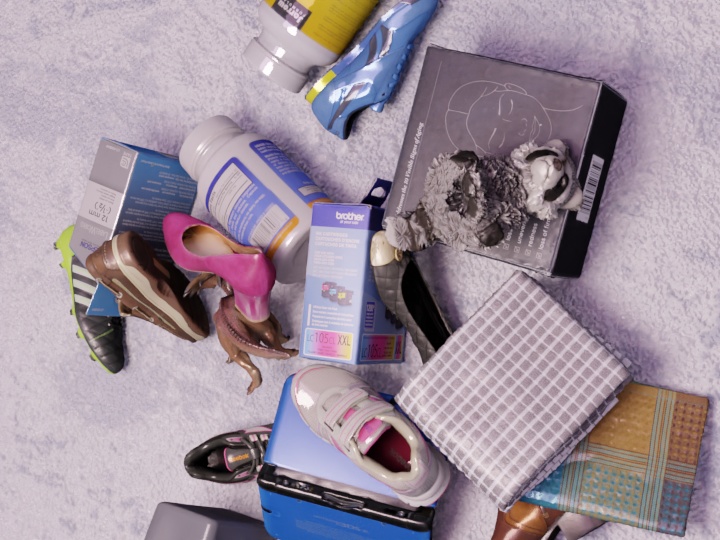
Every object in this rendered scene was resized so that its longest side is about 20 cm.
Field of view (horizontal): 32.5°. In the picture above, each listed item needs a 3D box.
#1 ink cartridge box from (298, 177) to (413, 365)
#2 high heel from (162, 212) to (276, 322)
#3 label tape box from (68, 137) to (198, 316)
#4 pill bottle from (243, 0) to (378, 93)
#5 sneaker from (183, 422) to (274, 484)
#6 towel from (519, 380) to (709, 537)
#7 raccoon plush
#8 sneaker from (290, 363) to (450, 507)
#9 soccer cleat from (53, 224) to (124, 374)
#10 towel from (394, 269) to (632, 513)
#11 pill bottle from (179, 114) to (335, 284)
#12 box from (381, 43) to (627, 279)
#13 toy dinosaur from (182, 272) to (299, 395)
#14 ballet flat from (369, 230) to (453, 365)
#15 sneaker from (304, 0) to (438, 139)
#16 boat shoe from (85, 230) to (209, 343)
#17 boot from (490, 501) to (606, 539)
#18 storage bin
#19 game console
[{"bbox_3d":[0.000,0.000,1.356,0.076,0.136,0.202,4,89,24],"label":"ink cartridge box"},{"bbox_3d":[-0.163,-0.031,1.383,0.200,0.067,0.097,47,147,37],"label":"high heel"},{"bbox_3d":[-0.279,-0.048,1.492,0.066,0.143,0.202,23,97,25],"label":"label tape box"},{"bbox_3d":[-0.047,-0.308,1.411,0.112,0.112,0.201,41,104,22],"label":"pill bottle"},{"bbox_3d":[-0.117,0.216,1.429,0.199,0.086,0.081,-21,80,23],"label":"sneaker"},{"bbox_3d":[0.243,0.178,1.257,0.198,0.022,0.148,11,76,16],"label":"towel"},{"bbox_3d":[0.123,-0.079,1.217,0.199,0.133,0.098,3,106,58],"label":"raccoon plush"},{"bbox_3d":[0.007,0.161,1.282,0.199,0.088,0.082,34,81,19],"label":"sneaker"},{"bbox_3d":[-0.326,0.029,1.558,0.080,0.067,0.202,-22,77,10],"label":"soccer cleat"},{"bbox_3d":[0.156,0.116,1.241,0.200,0.086,0.165,-46,69,-4],"label":"towel"},{"bbox_3d":[-0.119,-0.088,1.434,0.200,0.112,0.112,45,106,22],"label":"pill bottle"},{"bbox_3d":[0.151,-0.113,1.296,0.195,0.124,0.202,17,95,24],"label":"box"},{"bbox_3d":[-0.143,0.053,1.419,0.085,0.200,0.136,-32,114,-4],"label":"toy dinosaur"},{"bbox_3d":[0.069,0.039,1.322,0.056,0.067,0.201,-8,122,41],"label":"ballet flat"},{"bbox_3d":[0.027,-0.233,1.402,0.200,0.066,0.079,-43,82,18],"label":"sneaker"},{"bbox_3d":[-0.251,0.026,1.448,0.074,0.203,0.075,-22,49,12],"label":"boat shoe"},{"bbox_3d":[0.143,0.218,1.312,0.188,0.068,0.201,-36,72,20],"label":"boot"},{"bbox_3d":[-0.186,0.340,1.407,0.144,0.200,0.136,13,81,26],"label":"storage bin"},{"bbox_3d":[-0.002,0.229,1.366,0.198,0.172,0.119,13,48,14],"label":"game console"}]
